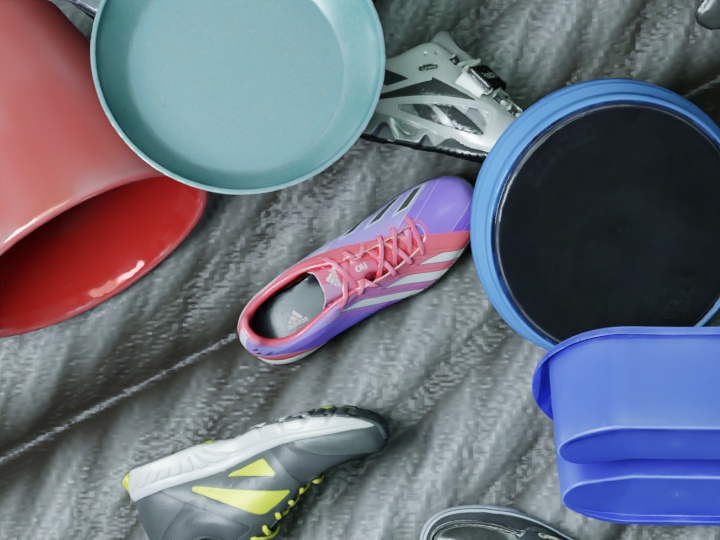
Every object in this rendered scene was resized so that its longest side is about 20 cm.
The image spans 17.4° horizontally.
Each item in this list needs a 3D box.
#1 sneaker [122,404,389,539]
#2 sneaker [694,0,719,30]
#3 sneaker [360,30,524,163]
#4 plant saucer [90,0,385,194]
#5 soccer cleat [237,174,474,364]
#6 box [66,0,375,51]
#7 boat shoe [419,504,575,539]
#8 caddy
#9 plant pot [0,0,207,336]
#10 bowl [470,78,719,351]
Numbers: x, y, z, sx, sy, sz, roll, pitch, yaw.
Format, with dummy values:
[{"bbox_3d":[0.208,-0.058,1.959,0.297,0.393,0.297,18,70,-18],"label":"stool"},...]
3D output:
[{"bbox_3d":[-0.068,0.153,1.677,0.198,0.074,0.085,-17,89,15],"label":"sneaker"},{"bbox_3d":[0.228,-0.260,1.641,0.090,0.076,0.201,-29,81,12],"label":"sneaker"},{"bbox_3d":[0.072,-0.123,1.673,0.198,0.074,0.089,13,89,8],"label":"sneaker"},{"bbox_3d":[-0.083,-0.141,1.590,0.198,0.036,0.202,2,72,-6],"label":"plant saucer"},{"bbox_3d":[0.000,0.000,1.672,0.199,0.073,0.069,-33,82,4],"label":"soccer cleat"},{"bbox_3d":[-0.080,-0.229,1.688,0.181,0.104,0.201,31,90,9],"label":"box"},{"bbox_3d":[0.135,0.214,1.644,0.198,0.057,0.069,18,88,9],"label":"boat shoe"},{"bbox_3d":[0.215,0.097,1.599,0.198,0.142,0.106,1,56,8],"label":"caddy"},{"bbox_3d":[-0.234,-0.080,1.657,0.200,0.200,0.178,-33,72,4],"label":"plant pot"},{"bbox_3d":[0.175,-0.031,1.630,0.199,0.039,0.203,-2,103,-7],"label":"bowl"}]
